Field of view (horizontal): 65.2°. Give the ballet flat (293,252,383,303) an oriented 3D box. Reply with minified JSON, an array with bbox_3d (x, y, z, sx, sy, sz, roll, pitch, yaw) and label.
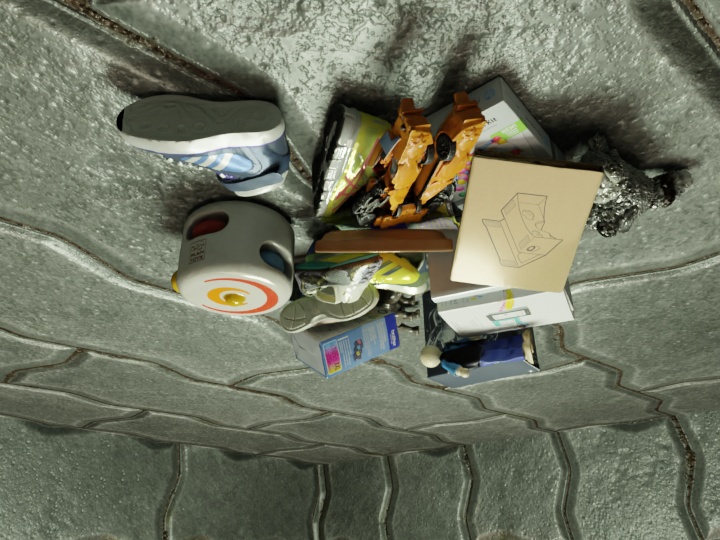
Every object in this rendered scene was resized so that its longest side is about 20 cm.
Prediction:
[{"bbox_3d":[-0.029,0.015,0.847,0.071,0.073,0.199,19,165,-35],"label":"ballet flat"}]

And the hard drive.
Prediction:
[{"bbox_3d":[0.202,-0.032,0.877,0.197,0.134,0.027,-12,152,22],"label":"hard drive"}]

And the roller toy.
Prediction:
[{"bbox_3d":[-0.199,-0.010,0.901,0.197,0.142,0.183,7,152,-15],"label":"roller toy"}]

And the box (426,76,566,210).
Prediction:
[{"bbox_3d":[0.165,-0.150,0.747,0.154,0.042,0.199,-21,146,34],"label":"box"}]

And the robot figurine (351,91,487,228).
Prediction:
[{"bbox_3d":[0.064,-0.120,0.674,0.143,0.059,0.201,-12,157,-22],"label":"robot figurine"}]

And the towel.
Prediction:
[{"bbox_3d":[0.051,-0.077,0.859,0.197,0.023,0.144,-4,171,14],"label":"towel"}]

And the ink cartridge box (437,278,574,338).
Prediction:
[{"bbox_3d":[0.240,0.010,0.945,0.197,0.149,0.146,-13,152,23],"label":"ink cartridge box"}]

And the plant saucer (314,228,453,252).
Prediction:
[{"bbox_3d":[0.033,-0.042,0.806,0.197,0.033,0.200,-1,-178,0],"label":"plant saucer"}]

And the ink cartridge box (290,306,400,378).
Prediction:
[{"bbox_3d":[-0.018,0.120,1.086,0.198,0.078,0.136,-21,-161,-28],"label":"ink cartridge box"}]

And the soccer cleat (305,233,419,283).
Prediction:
[{"bbox_3d":[0.000,0.000,0.933,0.197,0.085,0.065,15,158,18],"label":"soccer cleat"}]

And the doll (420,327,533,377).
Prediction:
[{"bbox_3d":[0.202,0.144,0.994,0.197,0.049,0.137,-11,-164,20],"label":"doll"}]

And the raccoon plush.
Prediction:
[{"bbox_3d":[0.366,-0.138,0.760,0.198,0.097,0.135,-29,147,-11],"label":"raccoon plush"}]

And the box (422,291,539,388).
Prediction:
[{"bbox_3d":[0.235,0.119,1.124,0.198,0.185,0.104,-21,148,34],"label":"box"}]

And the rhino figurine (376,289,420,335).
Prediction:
[{"bbox_3d":[0.069,0.075,1.169,0.086,0.061,0.201,4,152,17],"label":"rhino figurine"}]

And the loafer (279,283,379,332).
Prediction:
[{"bbox_3d":[-0.050,0.062,1.001,0.198,0.073,0.063,-19,168,25],"label":"loafer"}]

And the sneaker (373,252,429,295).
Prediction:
[{"bbox_3d":[0.029,-0.008,1.009,0.196,0.068,0.091,3,141,0],"label":"sneaker"}]

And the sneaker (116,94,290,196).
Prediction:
[{"bbox_3d":[-0.187,-0.139,0.709,0.196,0.082,0.147,-3,150,-8],"label":"sneaker"}]

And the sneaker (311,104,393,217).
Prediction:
[{"bbox_3d":[-0.012,-0.130,0.742,0.089,0.079,0.200,0,156,-18],"label":"sneaker"}]

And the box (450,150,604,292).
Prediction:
[{"bbox_3d":[0.214,-0.058,0.752,0.161,0.021,0.202,7,130,5],"label":"box"}]

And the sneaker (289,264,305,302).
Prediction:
[{"bbox_3d":[-0.081,0.041,1.087,0.197,0.077,0.078,10,155,-16],"label":"sneaker"}]
